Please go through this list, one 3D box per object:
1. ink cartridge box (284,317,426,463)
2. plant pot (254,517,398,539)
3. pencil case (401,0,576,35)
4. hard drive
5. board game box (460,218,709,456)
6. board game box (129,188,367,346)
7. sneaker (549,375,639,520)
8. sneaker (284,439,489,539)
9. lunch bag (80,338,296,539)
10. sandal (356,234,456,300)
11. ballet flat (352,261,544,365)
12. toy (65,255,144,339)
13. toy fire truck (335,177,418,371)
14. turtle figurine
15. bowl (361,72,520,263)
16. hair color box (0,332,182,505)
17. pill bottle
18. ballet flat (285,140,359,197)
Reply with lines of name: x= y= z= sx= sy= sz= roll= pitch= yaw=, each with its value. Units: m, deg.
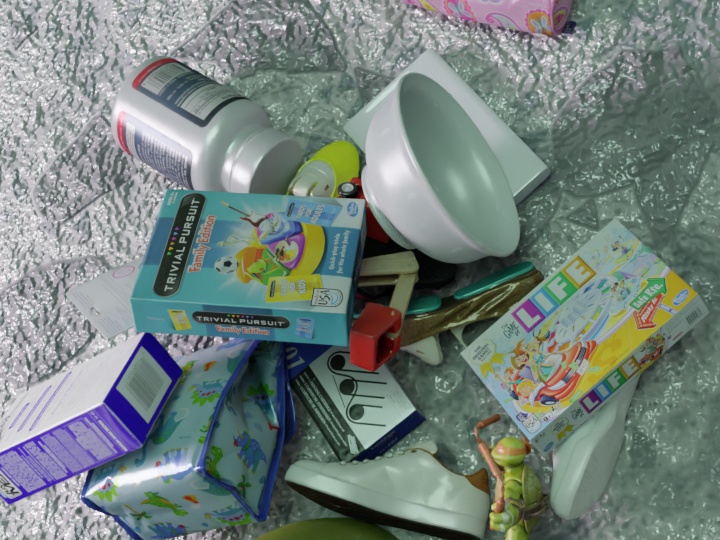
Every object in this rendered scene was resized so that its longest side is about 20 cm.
ink cartridge box: x=-0.027 y=0.099 z=1.314 sx=0.094 sy=0.044 sz=0.201 roll=-38 pitch=63 yaw=3
plant pot: x=-0.052 y=0.306 z=1.165 sx=0.185 sy=0.200 sz=0.190 roll=-6 pitch=69 yaw=17
pencil case: x=0.137 y=-0.311 z=1.377 sx=0.198 sy=0.087 sz=0.088 roll=15 pitch=77 yaw=23
hard drive: x=0.089 y=-0.128 z=1.360 sx=0.132 sy=0.025 sz=0.200 roll=-41 pitch=64 yaw=2
board game box: x=0.206 y=0.059 z=1.196 sx=0.200 sy=0.034 sz=0.135 roll=-42 pitch=42 yaw=2
board game box: x=-0.100 y=-0.006 z=1.198 sx=0.197 sy=0.047 sz=0.152 roll=3 pitch=45 yaw=6
sneaker: x=0.203 y=0.135 z=1.210 sx=0.088 sy=0.075 sz=0.202 roll=12 pitch=67 yaw=28
sneaker: x=0.029 y=0.200 z=1.238 sx=0.197 sy=0.073 sz=0.086 roll=14 pitch=69 yaw=1
lunch bag: x=-0.163 y=0.158 z=1.282 sx=0.169 sy=0.128 sz=0.202 roll=-17 pitch=44 yaw=30
sandal: x=0.000 y=0.000 z=1.325 sx=0.197 sy=0.045 sz=0.076 roll=-2 pitch=44 yaw=0
ballet flat: x=0.092 y=0.052 z=1.278 sx=0.198 sy=0.068 sz=0.073 roll=-17 pitch=100 yaw=4
toy: x=-0.176 y=0.016 z=1.262 sx=0.199 sy=0.048 sz=0.115 roll=-29 pitch=33 yaw=-20
toy fire truck: x=0.005 y=-0.003 z=1.260 sx=0.140 sy=0.049 sz=0.200 roll=20 pitch=48 yaw=20
turtle figurine: x=0.140 y=0.216 z=1.166 sx=0.064 sy=0.200 sz=0.163 roll=-4 pitch=100 yaw=3
bowl: x=0.064 y=-0.083 z=1.245 sx=0.090 sy=0.200 sz=0.203 roll=-31 pitch=63 yaw=26
hair color box: x=-0.276 y=0.145 z=1.246 sx=0.199 sy=0.065 sz=0.110 roll=-24 pitch=25 yaw=31
pill bottle: x=-0.166 y=-0.144 z=1.407 sx=0.199 sy=0.120 sz=0.120 roll=31 pitch=84 yaw=26
ballet flat: x=-0.063 y=-0.058 z=1.369 sx=0.066 sy=0.067 sz=0.201 roll=25 pitch=82 yaw=27
